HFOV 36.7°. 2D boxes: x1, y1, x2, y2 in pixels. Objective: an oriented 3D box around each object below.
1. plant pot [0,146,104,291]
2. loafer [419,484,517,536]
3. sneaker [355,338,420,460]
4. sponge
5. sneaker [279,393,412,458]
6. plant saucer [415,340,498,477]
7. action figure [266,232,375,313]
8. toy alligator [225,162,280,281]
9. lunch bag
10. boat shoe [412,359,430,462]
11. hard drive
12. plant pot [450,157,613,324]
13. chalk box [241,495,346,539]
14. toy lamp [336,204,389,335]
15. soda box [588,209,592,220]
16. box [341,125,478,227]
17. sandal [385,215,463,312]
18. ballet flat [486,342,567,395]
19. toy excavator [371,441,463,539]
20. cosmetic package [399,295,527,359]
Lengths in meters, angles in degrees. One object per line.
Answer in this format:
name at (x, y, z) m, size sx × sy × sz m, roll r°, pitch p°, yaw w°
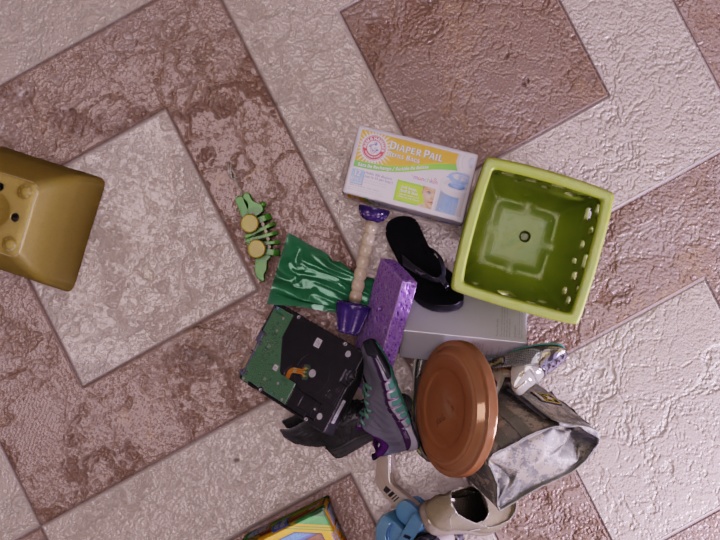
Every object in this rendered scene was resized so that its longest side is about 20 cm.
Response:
plant pot at (-0.543, -0.088, 1.697) m, size 0.192 × 0.200 × 0.197 m, roll 17°, pitch 89°, yaw 3°
loafer at (0.181, 0.370, 1.682) m, size 0.068 × 0.198 × 0.077 m, roll -38°, pitch 63°, yaw 42°
sneaker at (0.022, 0.202, 1.635) m, size 0.086 × 0.075 × 0.202 m, roll -21°, pitch 113°, yaw 3°
sponge at (0.033, 0.091, 1.696) m, size 0.029 × 0.112 × 0.203 m, roll 9°, pitch 107°, yaw -21°
sneaker at (-0.022, 0.230, 1.720) m, size 0.199 × 0.060 × 0.104 m, roll -34°, pitch 113°, yaw 18°
plant saucer at (0.136, 0.206, 1.617) m, size 0.032 × 0.199 × 0.204 m, roll 4°, pitch 89°, yaw -27°
action figure at (-0.042, 0.028, 1.753) m, size 0.197 × 0.055 × 0.120 m, roll 19°, pitch 88°, yaw -5°
toy alligator at (-0.167, -0.085, 1.756) m, size 0.053 × 0.059 × 0.203 m, roll -15°, pitch 88°, yaw 1°
lunch bag at (0.246, 0.249, 1.664) m, size 0.198 × 0.164 × 0.119 m, roll -23°, pitch 117°, yaw -17°
boat shoe at (0.118, 0.205, 1.740) m, size 0.071 × 0.060 × 0.206 m, roll 2°, pitch 89°, yaw 3°
hard drive at (-0.089, 0.153, 1.711) m, size 0.198 × 0.038 × 0.141 m, roll 26°, pitch 86°, yaw 33°
plant pot at (0.245, -0.046, 1.613) m, size 0.197 × 0.181 × 0.202 m, roll 16°, pitch 93°, yaw 1°
chalk box at (-0.118, 0.460, 1.709) m, size 0.197 × 0.125 × 0.126 m, roll -24°, pitch 88°, yaw 0°
toy lamp at (0.000, 0.000, 1.706) m, size 0.057 × 0.058 × 0.204 m, roll 10°, pitch 90°, yaw 2°
soda box at (0.272, -0.066, 1.738) m, size 0.196 × 0.071 × 0.065 m, roll 0°, pitch 90°, yaw 2°
box at (0.078, -0.150, 1.730) m, size 0.197 × 0.101 × 0.114 m, roll 14°, pitch 89°, yaw 2°
sandal at (0.095, -0.013, 1.704) m, size 0.075 × 0.043 × 0.201 m, roll -21°, pitch 55°, yaw -18°
ballet flat at (0.221, 0.161, 1.659) m, size 0.197 × 0.072 × 0.073 m, roll -10°, pitch 88°, yaw 21°
toy excavator at (0.067, 0.382, 1.719) m, size 0.199 × 0.099 × 0.196 m, roll 36°, pitch 111°, yaw 24°
cosmetic package at (0.162, 0.081, 1.712) m, size 0.196 × 0.082 × 0.114 m, roll 6°, pitch 53°, yaw 4°
